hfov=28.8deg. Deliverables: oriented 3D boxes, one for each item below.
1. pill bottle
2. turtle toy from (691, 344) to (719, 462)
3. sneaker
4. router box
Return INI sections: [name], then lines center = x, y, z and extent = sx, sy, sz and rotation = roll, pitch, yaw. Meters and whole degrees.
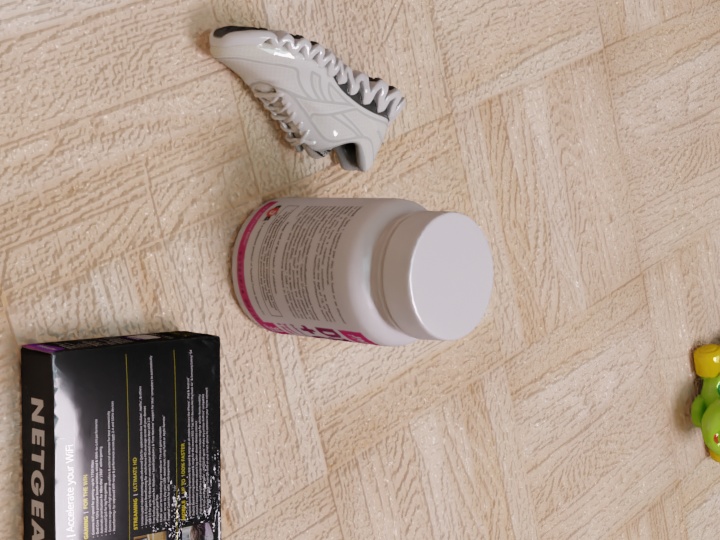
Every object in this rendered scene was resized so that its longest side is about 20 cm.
[pill bottle]
center = 0.000, 0.000, 1.102
extent = 0.113, 0.199, 0.115
rotation = -3, 94, -43
[turtle toy]
center = 0.445, 0.151, 1.612
extent = 0.199, 0.100, 0.147
rotation = -28, 111, -40
[sneaker]
center = -0.045, -0.140, 1.145
extent = 0.199, 0.075, 0.082
rotation = 22, 86, -42
[router box]
center = -0.175, 0.151, 1.043
extent = 0.148, 0.051, 0.203
rotation = -3, 94, -42
